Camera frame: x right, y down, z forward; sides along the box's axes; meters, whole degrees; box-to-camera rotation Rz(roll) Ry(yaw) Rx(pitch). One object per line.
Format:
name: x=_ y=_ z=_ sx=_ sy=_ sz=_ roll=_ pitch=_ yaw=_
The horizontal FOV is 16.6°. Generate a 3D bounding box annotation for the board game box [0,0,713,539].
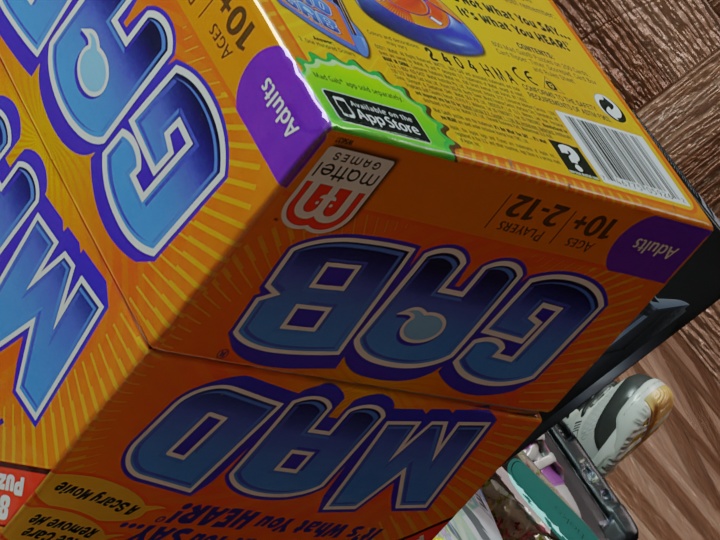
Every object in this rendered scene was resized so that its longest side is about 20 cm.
board game box: x=-0.040 y=-0.031 z=0.897 sx=0.199 sy=0.200 sz=0.200 roll=12 pitch=38 yaw=-45

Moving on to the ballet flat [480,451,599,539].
ballet flat: x=0.065 y=0.120 z=1.442 sx=0.200 sy=0.064 sz=0.076 roll=53 pitch=25 yaw=5

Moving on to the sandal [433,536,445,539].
sandal: x=0.010 y=0.149 z=1.040 sx=0.087 sy=0.079 sz=0.200 roll=61 pitch=13 yaw=24

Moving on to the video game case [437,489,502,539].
video game case: x=0.021 y=0.109 z=1.279 sx=0.200 sy=0.022 sz=0.183 roll=48 pitch=10 yaw=-30

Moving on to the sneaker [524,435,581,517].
sneaker: x=0.082 y=0.075 z=1.495 sx=0.201 sy=0.114 sz=0.073 roll=50 pitch=36 yaw=12

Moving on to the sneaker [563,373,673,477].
sneaker: x=0.143 y=0.106 z=1.688 sx=0.088 sy=0.076 sz=0.200 roll=50 pitch=-28 yaw=7

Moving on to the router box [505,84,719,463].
router box: x=0.082 y=-0.003 z=1.313 sx=0.157 sy=0.200 sz=0.052 roll=50 pitch=9 yaw=-14

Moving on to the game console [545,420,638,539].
game console: x=0.079 y=0.128 z=1.619 sx=0.201 sy=0.116 sz=0.176 roll=57 pitch=-20 yaw=20
